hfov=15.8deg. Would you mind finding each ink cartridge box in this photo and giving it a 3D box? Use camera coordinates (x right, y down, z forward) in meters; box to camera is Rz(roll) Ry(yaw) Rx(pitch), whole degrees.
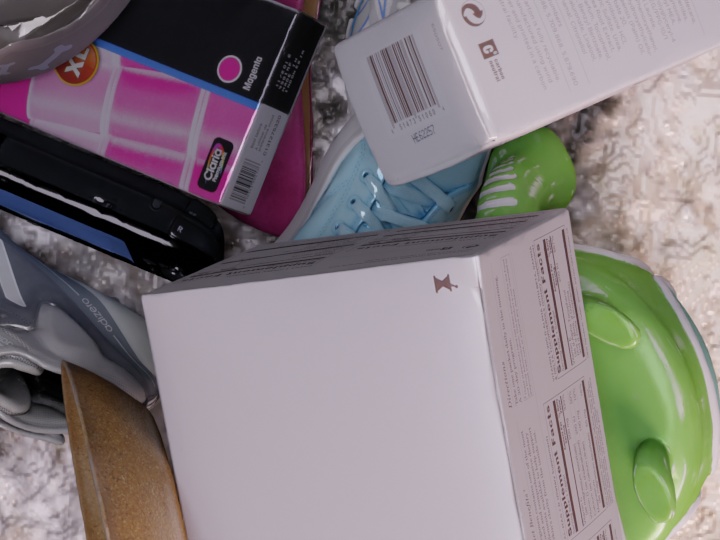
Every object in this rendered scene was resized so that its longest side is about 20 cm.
[{"bbox_3d":[-0.119,-0.104,1.207,0.199,0.037,0.095,23,92,28],"label":"ink cartridge box"}]

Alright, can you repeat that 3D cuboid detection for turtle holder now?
[{"bbox_3d":[0.087,0.045,1.187,0.186,0.132,0.141,49,115,8],"label":"turtle holder"}]

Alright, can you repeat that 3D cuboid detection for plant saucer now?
[{"bbox_3d":[-0.094,0.134,1.121,0.035,0.200,0.201,-11,93,-10],"label":"plant saucer"}]

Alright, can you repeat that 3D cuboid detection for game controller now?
[{"bbox_3d":[-0.155,-0.037,1.219,0.199,0.104,0.042,23,73,3],"label":"game controller"}]

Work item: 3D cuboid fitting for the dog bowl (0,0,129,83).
[{"bbox_3d":[-0.171,-0.177,1.194,0.199,0.059,0.201,-8,74,29],"label":"dog bowl"}]

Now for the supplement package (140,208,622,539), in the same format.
[{"bbox_3d":[0.015,0.088,1.093,0.155,0.111,0.201,-7,97,25],"label":"supplement package"}]

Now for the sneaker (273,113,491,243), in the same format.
[{"bbox_3d":[0.000,0.000,1.193,0.074,0.082,0.200,29,108,-24],"label":"sneaker"}]

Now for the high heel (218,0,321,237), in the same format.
[{"bbox_3d":[-0.015,-0.115,1.222,0.096,0.067,0.200,36,109,6],"label":"high heel"}]

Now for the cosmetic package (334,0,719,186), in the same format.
[{"bbox_3d":[0.099,-0.110,1.149,0.199,0.102,0.074,-23,92,-28],"label":"cosmetic package"}]

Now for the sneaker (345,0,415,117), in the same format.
[{"bbox_3d":[0.034,-0.139,1.206,0.075,0.087,0.201,10,96,2],"label":"sneaker"}]

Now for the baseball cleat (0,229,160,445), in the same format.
[{"bbox_3d":[-0.186,0.016,1.224,0.199,0.106,0.070,22,110,6],"label":"baseball cleat"}]
